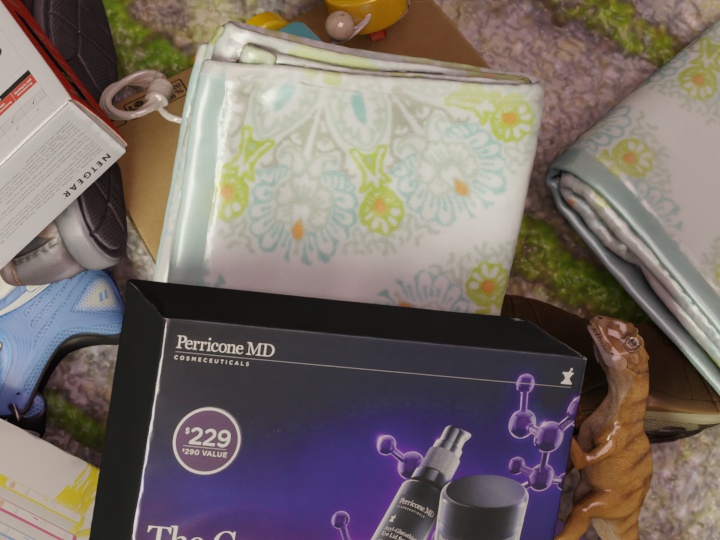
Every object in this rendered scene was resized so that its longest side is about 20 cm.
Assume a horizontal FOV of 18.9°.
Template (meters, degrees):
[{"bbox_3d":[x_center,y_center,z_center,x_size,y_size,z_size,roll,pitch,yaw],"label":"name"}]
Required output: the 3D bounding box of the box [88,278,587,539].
[{"bbox_3d":[-0.012,0.088,0.979,0.199,0.079,0.142,6,99,-20],"label":"box"}]

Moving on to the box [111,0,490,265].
[{"bbox_3d":[-0.032,-0.072,1.119,0.199,0.164,0.021,-26,132,-7],"label":"box"}]

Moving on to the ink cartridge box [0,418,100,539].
[{"bbox_3d":[-0.184,0.164,1.050,0.199,0.129,0.125,26,39,0],"label":"ink cartridge box"}]

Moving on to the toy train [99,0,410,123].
[{"bbox_3d":[-0.045,-0.128,1.122,0.150,0.056,0.200,5,50,26],"label":"toy train"}]

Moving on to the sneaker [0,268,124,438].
[{"bbox_3d":[-0.205,0.059,1.116,0.200,0.079,0.089,-33,89,-9],"label":"sneaker"}]

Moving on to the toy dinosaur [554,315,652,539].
[{"bbox_3d":[0.125,0.115,1.111,0.106,0.061,0.201,-17,133,-8],"label":"toy dinosaur"}]

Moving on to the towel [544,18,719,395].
[{"bbox_3d":[0.217,-0.025,1.175,0.171,0.048,0.200,-39,88,-30],"label":"towel"}]

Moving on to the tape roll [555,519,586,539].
[{"bbox_3d":[0.067,0.208,1.092,0.199,0.066,0.201,24,40,-21],"label":"tape roll"}]

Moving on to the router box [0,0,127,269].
[{"bbox_3d":[-0.233,-0.054,1.060,0.200,0.049,0.180,-42,50,5],"label":"router box"}]

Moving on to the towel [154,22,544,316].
[{"bbox_3d":[-0.009,-0.009,1.027,0.170,0.048,0.201,6,107,-19],"label":"towel"}]

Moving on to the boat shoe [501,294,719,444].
[{"bbox_3d":[0.112,0.063,1.156,0.199,0.065,0.073,10,50,-16],"label":"boat shoe"}]

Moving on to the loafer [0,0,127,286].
[{"bbox_3d":[-0.164,-0.081,1.111,0.063,0.072,0.201,-22,54,18],"label":"loafer"}]
